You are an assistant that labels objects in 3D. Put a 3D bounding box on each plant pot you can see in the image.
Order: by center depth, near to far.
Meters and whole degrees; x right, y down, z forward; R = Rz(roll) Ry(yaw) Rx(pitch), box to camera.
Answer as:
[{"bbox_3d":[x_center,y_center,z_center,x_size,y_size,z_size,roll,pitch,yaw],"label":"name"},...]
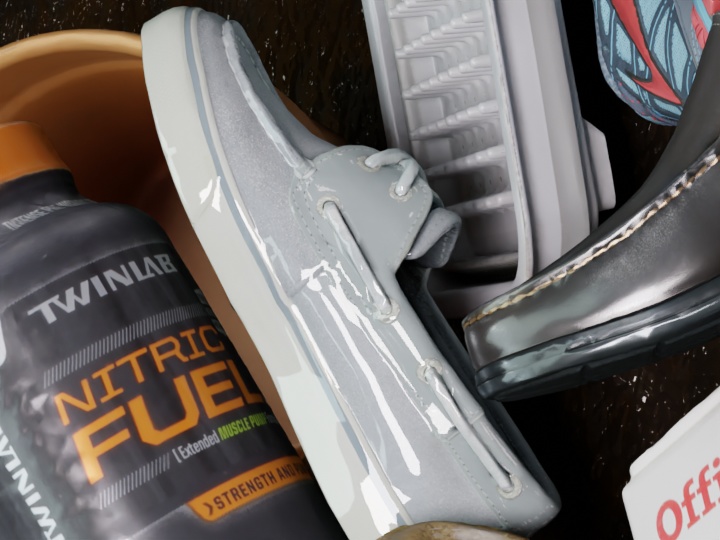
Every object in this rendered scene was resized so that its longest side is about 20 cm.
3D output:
[{"bbox_3d":[-0.065,0.012,0.996,0.199,0.140,0.201,2,95,26],"label":"plant pot"}]

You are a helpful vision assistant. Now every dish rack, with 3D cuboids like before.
[{"bbox_3d":[0.038,-0.087,0.910,0.172,0.043,0.201,169,91,-78],"label":"dish rack"}]

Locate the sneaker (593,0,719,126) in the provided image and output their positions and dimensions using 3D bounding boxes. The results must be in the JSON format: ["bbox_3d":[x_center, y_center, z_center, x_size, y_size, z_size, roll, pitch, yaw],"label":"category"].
[{"bbox_3d":[0.116,-0.074,0.814,0.201,0.079,0.096,-109,21,-46],"label":"sneaker"}]

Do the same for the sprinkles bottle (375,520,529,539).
[{"bbox_3d":[0.018,0.177,0.808,0.068,0.068,0.201,43,128,55],"label":"sprinkles bottle"}]

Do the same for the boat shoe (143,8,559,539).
[{"bbox_3d":[0.000,0.000,0.849,0.202,0.071,0.070,64,-170,7],"label":"boat shoe"}]

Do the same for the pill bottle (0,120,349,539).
[{"bbox_3d":[-0.085,0.052,0.874,0.201,0.106,0.106,58,142,10],"label":"pill bottle"}]

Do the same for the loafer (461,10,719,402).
[{"bbox_3d":[0.108,-0.034,0.696,0.073,0.199,0.073,61,-179,6],"label":"loafer"}]

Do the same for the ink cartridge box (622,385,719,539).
[{"bbox_3d":[0.155,0.113,0.687,0.147,0.082,0.201,-49,46,49],"label":"ink cartridge box"}]
